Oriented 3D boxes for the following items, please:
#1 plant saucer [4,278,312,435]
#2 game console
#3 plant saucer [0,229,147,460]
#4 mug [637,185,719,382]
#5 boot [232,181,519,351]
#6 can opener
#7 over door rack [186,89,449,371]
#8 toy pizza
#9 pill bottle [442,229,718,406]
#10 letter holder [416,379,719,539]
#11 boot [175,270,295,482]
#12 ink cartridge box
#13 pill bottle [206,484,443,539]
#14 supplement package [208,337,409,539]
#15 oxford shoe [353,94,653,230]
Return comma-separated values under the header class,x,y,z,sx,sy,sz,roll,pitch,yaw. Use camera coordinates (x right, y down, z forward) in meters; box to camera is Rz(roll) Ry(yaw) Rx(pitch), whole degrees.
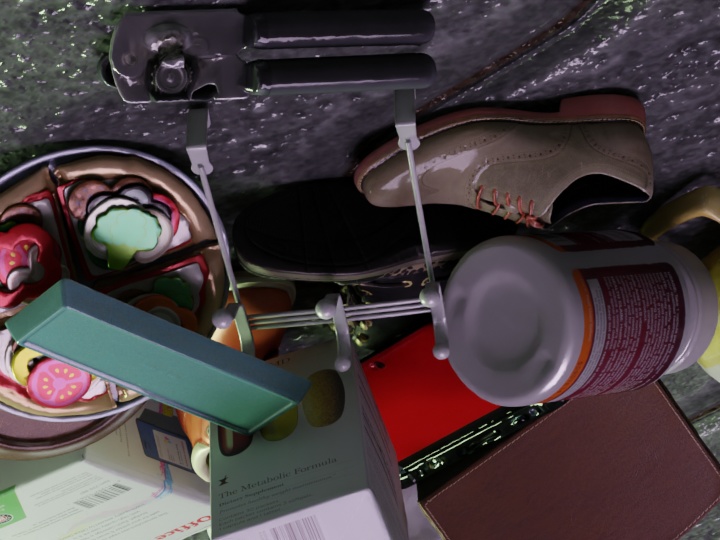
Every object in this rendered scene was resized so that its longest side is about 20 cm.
class,x,y,z,sx,sy,sz,roll,pitch,yaw
plant saucer,-0.128,0.060,1.572,0.199,0.019,0.070,24,139,-33
game console,0.068,0.072,1.818,0.200,0.119,0.172,-32,-169,44
plant saucer,-0.211,0.046,1.616,0.199,0.032,0.201,-9,119,-16
mug,0.307,0.007,1.806,0.149,0.187,0.153,-34,-179,-38
boot,0.000,0.000,1.699,0.199,0.074,0.151,-9,155,-18
can opener,-0.056,-0.129,1.454,0.199,0.054,0.067,-4,-175,-18
over door rack,-0.026,-0.014,1.554,0.147,0.067,0.201,-6,127,5
toy pizza,-0.177,0.015,1.574,0.199,0.032,0.201,-9,120,-16
pill bottle,0.155,0.030,1.684,0.114,0.115,0.199,-32,162,35
letter holder,0.162,0.163,1.852,0.200,0.142,0.101,-36,-174,5
boot,-0.088,0.076,1.771,0.075,0.108,0.200,0,150,-17
ink cartridge box,-0.210,0.157,1.901,0.145,0.088,0.200,-25,149,26
pill bottle,-0.028,0.189,1.969,0.116,0.117,0.199,13,164,-41
supplement package,-0.035,0.151,1.660,0.113,0.200,0.110,-18,118,5
oxford shoe,0.096,-0.063,1.603,0.199,0.075,0.071,-11,155,-1
